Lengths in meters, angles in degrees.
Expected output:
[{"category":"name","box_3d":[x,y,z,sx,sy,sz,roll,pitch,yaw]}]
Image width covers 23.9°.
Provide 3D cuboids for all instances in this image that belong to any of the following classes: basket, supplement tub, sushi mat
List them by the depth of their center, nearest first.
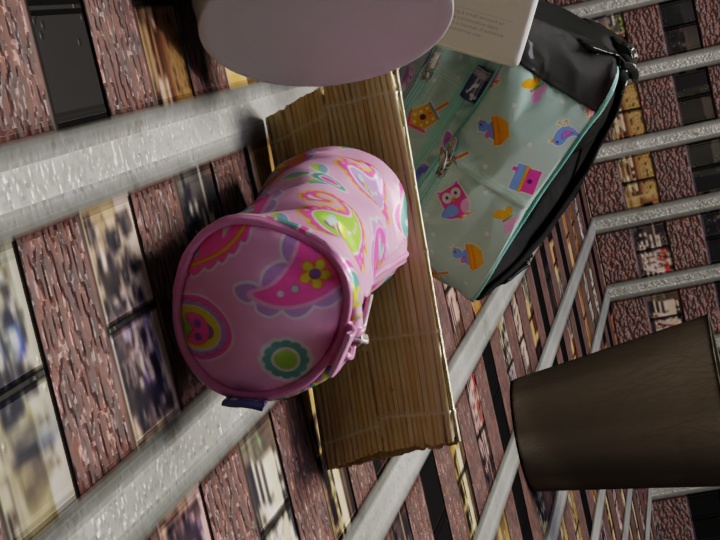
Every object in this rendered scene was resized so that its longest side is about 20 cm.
[{"category":"supplement tub","box_3d":[-0.026,-0.207,0.832,0.145,0.144,0.201,52,30,-64]},{"category":"sushi mat","box_3d":[0.000,0.000,0.894,0.012,0.095,0.201,-3,81,-46]},{"category":"basket","box_3d":[0.255,0.143,1.644,0.136,0.199,0.181,63,19,-48]}]

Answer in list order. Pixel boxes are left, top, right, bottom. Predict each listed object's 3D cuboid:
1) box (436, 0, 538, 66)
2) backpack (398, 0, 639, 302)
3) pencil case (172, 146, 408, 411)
[{"category":"box","box_3d":[0.076,-0.240,0.968,0.125,0.097,0.201,-70,176,-59]},{"category":"backpack","box_3d":[0.084,-0.087,1.165,0.176,0.153,0.201,-65,179,-72]},{"category":"pencil case","box_3d":[-0.026,-0.002,0.778,0.200,0.087,0.088,-60,137,-75]}]
